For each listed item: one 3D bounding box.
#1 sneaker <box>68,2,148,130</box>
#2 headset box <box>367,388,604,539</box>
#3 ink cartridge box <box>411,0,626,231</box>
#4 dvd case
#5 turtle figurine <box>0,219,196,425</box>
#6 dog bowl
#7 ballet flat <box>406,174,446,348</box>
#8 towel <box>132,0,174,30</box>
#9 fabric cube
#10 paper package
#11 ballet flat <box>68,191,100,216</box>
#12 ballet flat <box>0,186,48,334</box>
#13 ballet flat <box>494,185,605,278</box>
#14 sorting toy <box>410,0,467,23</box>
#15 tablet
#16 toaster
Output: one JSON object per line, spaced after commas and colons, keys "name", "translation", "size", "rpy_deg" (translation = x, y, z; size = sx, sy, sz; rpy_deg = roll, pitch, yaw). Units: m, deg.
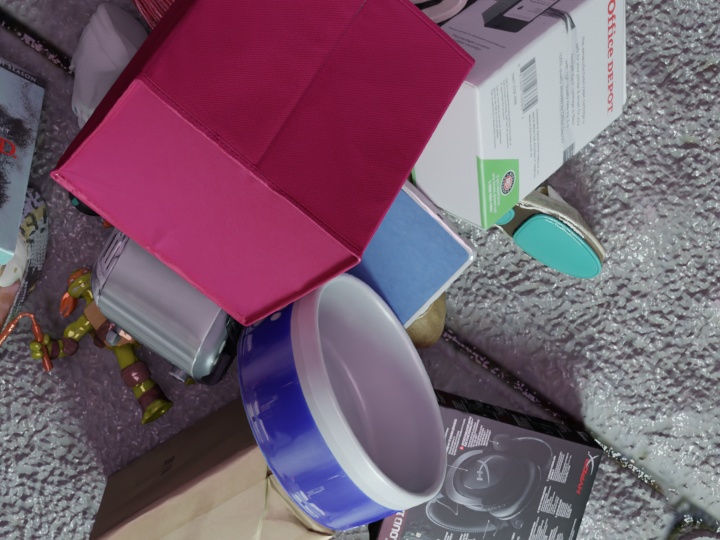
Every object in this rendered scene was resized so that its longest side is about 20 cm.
{"name": "sneaker", "translation": [-0.206, -0.136, 1.125], "size": [0.075, 0.200, 0.088], "rpy_deg": [29, 117, -39]}
{"name": "headset box", "translation": [0.103, 0.200, 1.230], "size": [0.199, 0.077, 0.150], "rpy_deg": [15, 95, -5]}
{"name": "ink cartridge box", "translation": [0.132, -0.153, 1.113], "size": [0.200, 0.084, 0.146], "rpy_deg": [-39, 139, -31]}
{"name": "dvd case", "translation": [-0.337, -0.114, 1.094], "size": [0.146, 0.201, 0.022], "rpy_deg": [27, 133, -30]}
{"name": "turtle figurine", "translation": [-0.220, 0.058, 1.192], "size": [0.200, 0.064, 0.161], "rpy_deg": [-40, 82, -15]}
{"name": "dog bowl", "translation": [-0.012, 0.107, 1.095], "size": [0.079, 0.200, 0.201], "rpy_deg": [-26, 99, 22]}
{"name": "ballet flat", "translation": [0.038, -0.022, 1.199], "size": [0.067, 0.072, 0.201], "rpy_deg": [-5, 98, 4]}
{"name": "towel", "translation": [-0.100, -0.211, 1.166], "size": [0.144, 0.023, 0.200], "rpy_deg": [-38, 99, -24]}
{"name": "fabric cube", "translation": [-0.074, -0.113, 0.984], "size": [0.200, 0.196, 0.200], "rpy_deg": [39, 60, -15]}
{"name": "paper package", "translation": [-0.128, 0.201, 1.154], "size": [0.190, 0.200, 0.104], "rpy_deg": [-32, 99, 0]}
{"name": "ballet flat", "translation": [-0.174, -0.116, 1.175], "size": [0.200, 0.068, 0.068], "rpy_deg": [-42, 96, 2]}
{"name": "ballet flat", "translation": [-0.331, 0.021, 1.183], "size": [0.072, 0.072, 0.201], "rpy_deg": [23, 95, -6]}
{"name": "ballet flat", "translation": [0.146, -0.063, 1.205], "size": [0.199, 0.067, 0.063], "rpy_deg": [28, 55, -18]}
{"name": "sorting toy", "translation": [-0.002, -0.260, 1.100], "size": [0.199, 0.107, 0.180], "rpy_deg": [-22, 60, -11]}
{"name": "tablet", "translation": [0.000, 0.000, 1.170], "size": [0.130, 0.014, 0.200], "rpy_deg": [44, 127, 1]}
{"name": "toaster", "translation": [-0.137, -0.012, 1.126], "size": [0.129, 0.114, 0.201], "rpy_deg": [28, 79, 5]}
